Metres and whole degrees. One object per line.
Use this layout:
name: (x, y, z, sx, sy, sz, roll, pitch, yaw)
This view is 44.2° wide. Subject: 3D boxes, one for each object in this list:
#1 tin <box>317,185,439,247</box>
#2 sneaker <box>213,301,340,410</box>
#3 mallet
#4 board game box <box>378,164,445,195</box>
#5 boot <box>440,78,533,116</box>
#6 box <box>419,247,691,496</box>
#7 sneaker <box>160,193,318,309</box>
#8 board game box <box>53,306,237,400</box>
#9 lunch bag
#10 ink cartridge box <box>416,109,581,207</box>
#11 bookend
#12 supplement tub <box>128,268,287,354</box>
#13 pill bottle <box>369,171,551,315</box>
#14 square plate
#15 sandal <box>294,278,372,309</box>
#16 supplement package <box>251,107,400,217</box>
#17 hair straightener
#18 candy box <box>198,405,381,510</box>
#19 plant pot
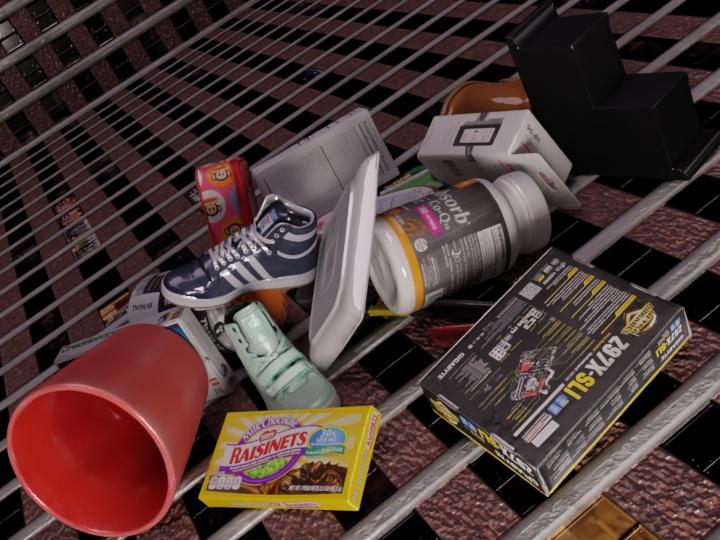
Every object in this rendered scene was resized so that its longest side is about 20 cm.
tin: (0.019, -0.066, 1.193, 0.197, 0.042, 0.112, -15, 17, 12)
sneaker: (-0.101, 0.102, 1.004, 0.073, 0.119, 0.200, -36, 30, -17)
mallet: (0.059, 0.041, 1.046, 0.197, 0.042, 0.066, -6, 34, 29)
board game box: (0.122, -0.139, 1.284, 0.198, 0.024, 0.105, -26, 29, 8)
boot: (0.222, -0.234, 1.258, 0.199, 0.075, 0.154, -30, 31, -31)
box: (0.174, 0.083, 0.811, 0.200, 0.050, 0.159, -43, 42, -14)
sneaker: (-0.139, -0.025, 1.048, 0.197, 0.110, 0.070, -11, 45, -22)
board game box: (-0.271, 0.126, 1.118, 0.197, 0.127, 0.035, -18, 30, 20)
lunch bag: (-0.188, -0.075, 1.315, 0.081, 0.179, 0.200, -13, 9, -3)
ink cartridge box: (0.183, -0.139, 1.113, 0.198, 0.116, 0.069, 8, 66, 49)
bookend: (0.301, -0.219, 1.056, 0.092, 0.202, 0.197, -43, 30, -24)
supplement tub: (-0.202, 0.052, 1.177, 0.197, 0.123, 0.123, -11, 33, 33)
pill bottle: (0.109, -0.036, 1.005, 0.197, 0.118, 0.116, -22, 26, -16)
square plate: (-0.023, -0.004, 0.997, 0.200, 0.028, 0.201, 124, 155, -61)
sandal: (0.001, 0.000, 1.161, 0.199, 0.043, 0.076, -34, 27, -31)
supplement package: (-0.055, -0.151, 1.356, 0.198, 0.115, 0.110, -29, 13, -1)
hair straightener: (0.165, 0.034, 0.927, 0.197, 0.041, 0.078, -9, 51, 33)
candy box: (-0.075, 0.192, 0.909, 0.197, 0.026, 0.103, -9, 48, 34)
plant pot: (-0.268, 0.165, 1.005, 0.198, 0.203, 0.178, -18, 22, 21)
